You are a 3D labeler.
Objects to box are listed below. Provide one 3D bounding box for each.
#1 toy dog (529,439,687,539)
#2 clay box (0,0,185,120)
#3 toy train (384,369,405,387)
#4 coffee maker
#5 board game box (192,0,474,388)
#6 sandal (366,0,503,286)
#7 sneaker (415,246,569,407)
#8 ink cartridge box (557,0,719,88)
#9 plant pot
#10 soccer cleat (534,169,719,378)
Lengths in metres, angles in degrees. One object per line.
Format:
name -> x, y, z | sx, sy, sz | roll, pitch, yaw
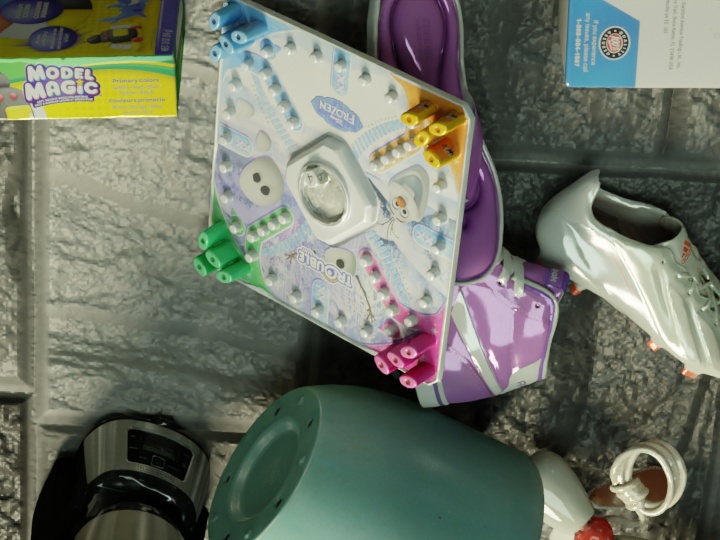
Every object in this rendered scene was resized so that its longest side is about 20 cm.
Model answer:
toy dog -> 0.196, 0.193, 1.846 | 0.131, 0.096, 0.201 | -19, 107, 20
clay box -> -0.209, -0.137, 1.606 | 0.199, 0.115, 0.048 | -1, 121, -1
toy train -> 0.000, 0.000, 1.743 | 0.046, 0.034, 0.200 | -14, 123, 22
coffee maker -> -0.180, 0.222, 1.778 | 0.192, 0.200, 0.135 | -39, 112, 19
board game box -> -0.023, -0.047, 1.643 | 0.200, 0.026, 0.201 | 27, 127, 31
sandal -> 0.042, -0.088, 1.628 | 0.082, 0.050, 0.204 | -14, 95, -11
sneaker -> 0.073, -0.015, 1.697 | 0.114, 0.073, 0.201 | -11, 111, 12
ink cartridge box -> 0.223, -0.191, 1.595 | 0.199, 0.084, 0.145 | 1, 122, 0
plant pot -> -0.003, 0.169, 1.743 | 0.161, 0.201, 0.201 | 32, 116, -22
soccer cleat -> 0.205, 0.009, 1.728 | 0.200, 0.069, 0.078 | 32, 123, -15
